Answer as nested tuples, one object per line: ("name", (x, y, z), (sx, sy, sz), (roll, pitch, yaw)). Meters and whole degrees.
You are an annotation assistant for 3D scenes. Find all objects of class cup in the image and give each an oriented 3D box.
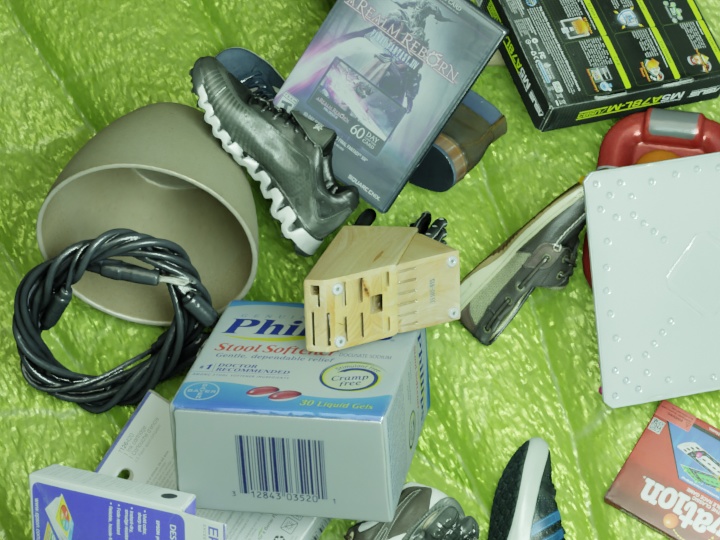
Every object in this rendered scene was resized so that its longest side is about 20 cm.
("cup", (-0.182, -0.069, 1.752), (0.199, 0.201, 0.144), (-1, 46, 10))

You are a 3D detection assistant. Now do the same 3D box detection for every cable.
("cable", (-0.230, 0.048, 1.719), (0.199, 0.163, 0.051), (-26, 34, 18))

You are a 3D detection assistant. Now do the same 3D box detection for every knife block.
("knife block", (0.000, 0.000, 1.675), (0.199, 0.064, 0.175), (-13, 21, -31))

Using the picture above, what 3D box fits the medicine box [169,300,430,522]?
("medicine box", (-0.046, 0.114, 1.629), (0.181, 0.103, 0.200), (2, 26, 11))

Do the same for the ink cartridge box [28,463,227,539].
("ink cartridge box", (-0.182, 0.272, 1.595), (0.199, 0.043, 0.199), (10, 110, 28))

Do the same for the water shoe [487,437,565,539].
("water shoe", (0.151, 0.242, 1.624), (0.079, 0.072, 0.201), (15, 67, -13))

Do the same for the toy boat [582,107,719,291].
("toy boat", (0.261, -0.060, 1.680), (0.130, 0.131, 0.201), (7, 69, 14))

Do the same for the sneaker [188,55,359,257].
("sneaker", (-0.069, -0.116, 1.703), (0.090, 0.066, 0.200), (-33, 95, 17))

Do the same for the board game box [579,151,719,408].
("board game box", (0.286, 0.001, 1.624), (0.199, 0.026, 0.201), (-9, 101, -13))

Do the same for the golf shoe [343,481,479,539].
("golf shoe", (0.012, 0.267, 1.636), (0.200, 0.078, 0.094), (-46, 42, -4))

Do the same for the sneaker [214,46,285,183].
("sneaker", (-0.088, -0.142, 1.806), (0.075, 0.085, 0.200), (-31, 66, -3))

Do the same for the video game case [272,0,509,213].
("video game case", (0.020, -0.172, 1.705), (0.143, 0.019, 0.200), (37, 111, 8))

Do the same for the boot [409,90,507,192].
("boot", (0.041, -0.142, 1.805), (0.200, 0.075, 0.097), (30, 49, 32))

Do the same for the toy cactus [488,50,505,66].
("toy cactus", (0.072, -0.228, 1.792), (0.164, 0.103, 0.200), (8, 26, -5))

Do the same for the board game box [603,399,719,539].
("board game box", (0.317, 0.200, 1.625), (0.199, 0.019, 0.103), (29, 77, 20))

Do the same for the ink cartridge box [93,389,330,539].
("ink cartridge box", (-0.155, 0.237, 1.687), (0.199, 0.047, 0.198), (29, 77, 22))

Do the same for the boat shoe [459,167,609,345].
("boat shoe", (0.160, -0.011, 1.689), (0.065, 0.073, 0.200), (50, 121, 6))

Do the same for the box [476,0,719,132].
("box", (0.215, -0.233, 1.771), (0.192, 0.048, 0.201), (-12, 64, -23))
